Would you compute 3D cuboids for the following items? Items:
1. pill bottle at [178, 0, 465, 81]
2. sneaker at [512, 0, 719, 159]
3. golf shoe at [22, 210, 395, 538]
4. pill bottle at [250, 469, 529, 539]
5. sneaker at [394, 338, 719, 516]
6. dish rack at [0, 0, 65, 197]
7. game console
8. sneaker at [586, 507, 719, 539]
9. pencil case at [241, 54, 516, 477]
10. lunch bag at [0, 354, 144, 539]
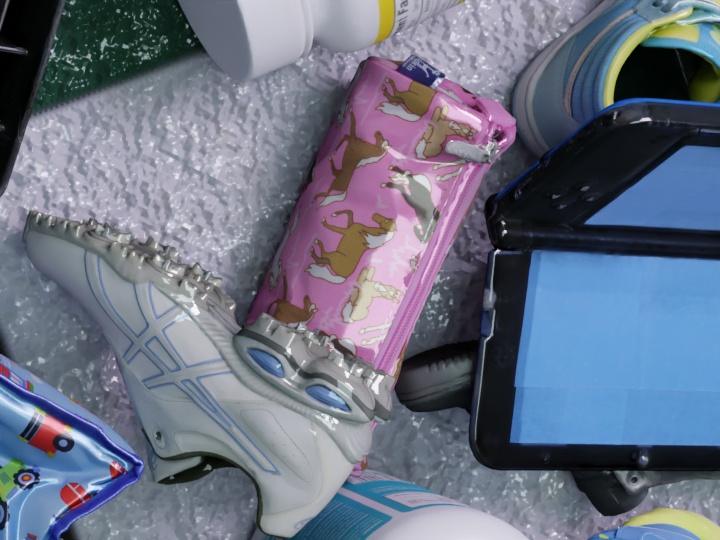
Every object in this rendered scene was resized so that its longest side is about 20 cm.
[{"bbox_3d":[0.013,-0.171,1.245,0.199,0.114,0.115,-26,102,-16],"label":"pill bottle"},{"bbox_3d":[0.172,-0.124,1.294,0.080,0.131,0.200,45,79,-15],"label":"sneaker"},{"bbox_3d":[-0.086,0.044,1.206,0.200,0.078,0.097,31,96,26],"label":"golf shoe"},{"bbox_3d":[0.023,0.156,1.224,0.110,0.200,0.111,-1,94,-18],"label":"pill bottle"},{"bbox_3d":[0.114,0.076,1.323,0.199,0.060,0.105,-12,95,-26],"label":"sneaker"},{"bbox_3d":[-0.231,-0.111,1.155,0.199,0.055,0.154,7,109,-38],"label":"dish rack"},{"bbox_3d":[0.164,0.011,1.253,0.199,0.171,0.119,2,66,-30],"label":"game console"},{"bbox_3d":[0.173,0.192,1.283,0.105,0.200,0.076,7,119,-46],"label":"sneaker"},{"bbox_3d":[0.000,0.000,1.264,0.083,0.087,0.201,25,88,-6],"label":"pencil case"},{"bbox_3d":[-0.208,0.043,1.162,0.200,0.150,0.094,44,80,-16],"label":"lunch bag"}]
